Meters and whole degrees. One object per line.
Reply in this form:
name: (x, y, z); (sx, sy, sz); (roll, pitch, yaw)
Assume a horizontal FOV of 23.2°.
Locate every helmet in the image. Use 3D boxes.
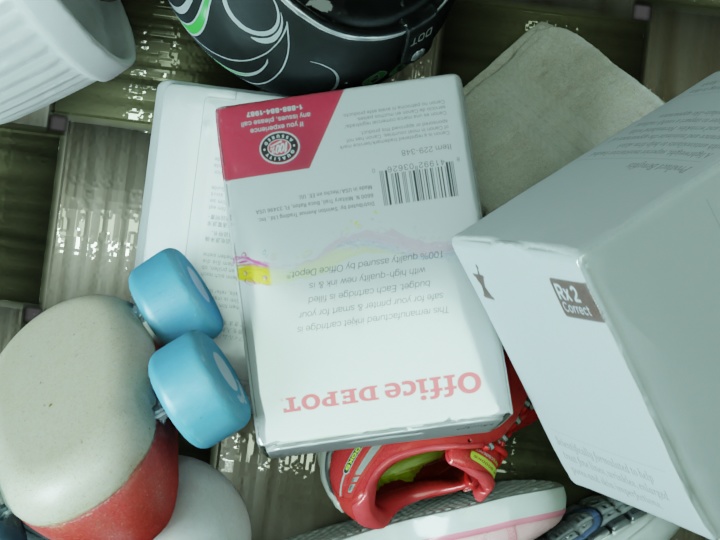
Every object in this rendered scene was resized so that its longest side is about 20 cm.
helmet: (-0.035, -0.203, 1.060); (0.199, 0.190, 0.202); (0, 90, -21)

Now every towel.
towel: (0.132, -0.063, 1.081); (0.132, 0.035, 0.200); (-41, 53, -3)

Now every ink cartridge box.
ink cartridge box: (0.000, 0.000, 1.018); (0.146, 0.086, 0.202); (-7, 80, -2)

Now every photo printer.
photo printer: (-0.059, -0.011, 1.107); (0.165, 0.069, 0.202); (6, 87, 1)

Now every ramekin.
ramekin: (-0.234, -0.184, 1.062); (0.105, 0.200, 0.201); (-30, 86, 8)

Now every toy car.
toy car: (-0.128, 0.130, 1.035); (0.184, 0.177, 0.200); (-32, 123, 4)

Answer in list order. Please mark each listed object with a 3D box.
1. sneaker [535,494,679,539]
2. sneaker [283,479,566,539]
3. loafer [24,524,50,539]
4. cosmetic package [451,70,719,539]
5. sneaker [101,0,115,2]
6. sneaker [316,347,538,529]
sneaker: (0.129, 0.215, 1.098); (0.200, 0.075, 0.087); (-43, 98, 5)
sneaker: (0.041, 0.199, 1.092); (0.199, 0.075, 0.105); (-16, 91, 1)
loafer: (-0.193, 0.153, 1.107); (0.200, 0.073, 0.072); (40, 66, -1)
cosmetic package: (0.188, 0.008, 0.924); (0.199, 0.165, 0.166); (-32, 102, -14)
sneaker: (-0.172, -0.244, 1.092); (0.075, 0.071, 0.201); (6, 50, -5)
sneaker: (0.073, 0.101, 1.076); (0.199, 0.077, 0.085); (-27, 42, -4)
